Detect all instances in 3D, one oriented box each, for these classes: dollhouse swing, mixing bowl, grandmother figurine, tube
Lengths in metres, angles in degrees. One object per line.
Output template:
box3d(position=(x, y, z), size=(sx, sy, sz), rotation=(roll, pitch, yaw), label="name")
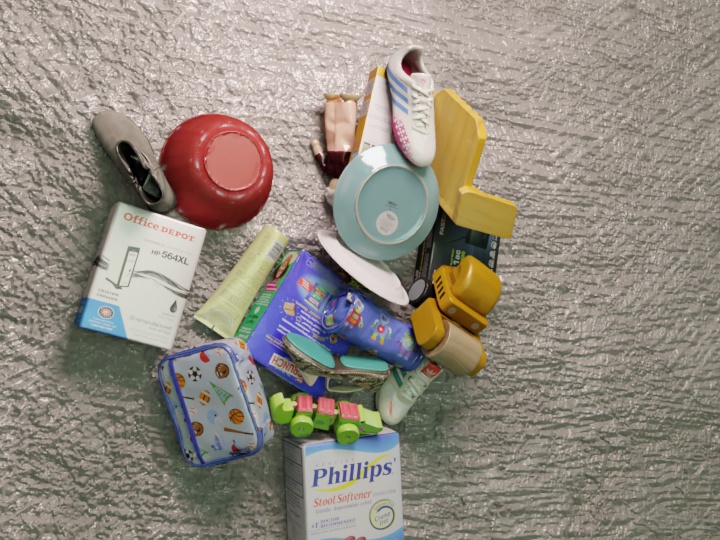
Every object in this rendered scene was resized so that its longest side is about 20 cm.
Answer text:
box3d(position=(0.204, -0.196, 1.296), size=(0.181, 0.200, 0.176), rotation=(12, 120, -31), label="dollhouse swing")
box3d(position=(-0.222, -0.171, 1.202), size=(0.199, 0.108, 0.201), rotation=(1, 87, -26), label="mixing bowl")
box3d(position=(-0.033, -0.212, 1.303), size=(0.060, 0.121, 0.201), rotation=(-10, 107, -50), label="grandmother figurine")
box3d(position=(-0.197, 0.016, 1.240), size=(0.058, 0.052, 0.200), rotation=(26, 76, 21), label="tube")

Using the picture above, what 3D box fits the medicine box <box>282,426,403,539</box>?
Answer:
box3d(position=(-0.030, 0.382, 1.265), size=(0.181, 0.103, 0.201), rotation=(-2, 89, -25), label="medicine box")

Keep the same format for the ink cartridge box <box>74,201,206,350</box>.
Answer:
box3d(position=(-0.344, 0.009, 1.147), size=(0.145, 0.084, 0.201), rotation=(18, 81, -23), label="ink cartridge box")

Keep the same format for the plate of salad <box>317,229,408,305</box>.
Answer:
box3d(position=(0.000, 0.000, 1.266), size=(0.200, 0.200, 0.048), rotation=(34, 105, -20), label="plate of salad")

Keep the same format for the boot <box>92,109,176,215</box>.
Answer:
box3d(position=(-0.348, -0.178, 1.113), size=(0.068, 0.131, 0.200), rotation=(-35, 88, -9), label="boot")

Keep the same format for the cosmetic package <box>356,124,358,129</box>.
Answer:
box3d(position=(0.043, -0.171, 1.331), size=(0.087, 0.103, 0.201), rotation=(-1, 86, -24), label="cosmetic package")

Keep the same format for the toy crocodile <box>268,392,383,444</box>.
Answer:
box3d(position=(-0.056, 0.238, 1.207), size=(0.199, 0.068, 0.062), rotation=(12, 125, -15), label="toy crocodile")

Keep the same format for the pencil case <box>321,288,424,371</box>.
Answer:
box3d(position=(0.026, 0.101, 1.245), size=(0.200, 0.078, 0.087), rotation=(32, 67, -32), label="pencil case")

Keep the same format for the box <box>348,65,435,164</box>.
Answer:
box3d(position=(0.053, -0.237, 1.263), size=(0.119, 0.041, 0.201), rotation=(17, 82, -23), label="box")

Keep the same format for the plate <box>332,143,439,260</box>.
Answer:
box3d(position=(0.050, -0.112, 1.234), size=(0.199, 0.026, 0.201), rotation=(-6, 106, -22), label="plate")

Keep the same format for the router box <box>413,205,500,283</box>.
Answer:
box3d(position=(0.190, -0.039, 1.413), size=(0.149, 0.062, 0.201), rotation=(11, 82, -23), label="router box")

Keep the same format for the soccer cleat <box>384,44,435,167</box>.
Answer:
box3d(position=(0.090, -0.274, 1.202), size=(0.070, 0.086, 0.201), rotation=(-10, 83, -29), label="soccer cleat")

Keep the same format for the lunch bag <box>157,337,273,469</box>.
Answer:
box3d(position=(-0.234, 0.214, 1.164), size=(0.160, 0.076, 0.201), rotation=(-15, 93, 15), label="lunch bag")

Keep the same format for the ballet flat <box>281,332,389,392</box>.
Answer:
box3d(position=(-0.048, 0.166, 1.210), size=(0.199, 0.068, 0.076), rotation=(18, 112, -22), label="ballet flat")

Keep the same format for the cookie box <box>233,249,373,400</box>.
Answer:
box3d(position=(-0.100, 0.093, 1.260), size=(0.171, 0.075, 0.200), rotation=(37, 73, -22), label="cookie box")

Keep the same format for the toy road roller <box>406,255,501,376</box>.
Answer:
box3d(position=(0.174, 0.067, 1.264), size=(0.123, 0.200, 0.146), rotation=(33, 118, -25), label="toy road roller")

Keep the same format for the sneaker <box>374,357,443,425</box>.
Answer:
box3d(position=(0.098, 0.193, 1.340), size=(0.070, 0.093, 0.200), rotation=(36, 73, -19), label="sneaker")
